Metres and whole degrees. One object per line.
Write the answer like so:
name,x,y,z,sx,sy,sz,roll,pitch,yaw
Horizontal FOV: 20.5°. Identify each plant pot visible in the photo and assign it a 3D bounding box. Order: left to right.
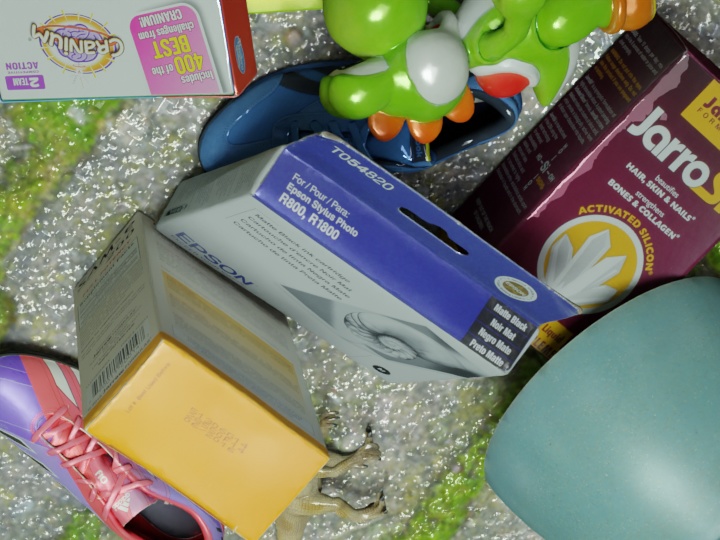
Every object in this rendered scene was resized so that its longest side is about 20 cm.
plant pot,0.196,0.122,1.243,0.200,0.135,0.200,-28,149,-18

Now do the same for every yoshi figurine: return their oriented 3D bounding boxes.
yoshi figurine,0.061,-0.155,1.141,0.199,0.112,0.113,-24,155,-17

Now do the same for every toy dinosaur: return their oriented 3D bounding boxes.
toy dinosaur,-0.036,0.142,1.318,0.101,0.058,0.200,-9,140,-4

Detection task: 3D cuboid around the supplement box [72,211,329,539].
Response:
supplement box,-0.100,0.059,1.185,0.126,0.200,0.074,37,102,-21

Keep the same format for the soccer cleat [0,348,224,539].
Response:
soccer cleat,-0.165,0.123,1.276,0.200,0.073,0.068,40,104,-23

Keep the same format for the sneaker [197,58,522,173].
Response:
sneaker,-0.001,-0.087,1.201,0.199,0.079,0.066,-13,118,0

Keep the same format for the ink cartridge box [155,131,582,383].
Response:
ink cartridge box,0.000,0.000,1.184,0.199,0.200,0.041,34,69,-20

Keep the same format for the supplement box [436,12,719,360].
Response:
supplement box,0.157,-0.046,1.236,0.110,0.086,0.200,38,105,-22

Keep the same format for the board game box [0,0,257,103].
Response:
board game box,-0.147,-0.195,1.115,0.152,0.040,0.201,1,115,17

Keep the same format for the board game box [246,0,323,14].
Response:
board game box,-0.060,-0.248,1.132,0.101,0.048,0.201,-5,115,-6
